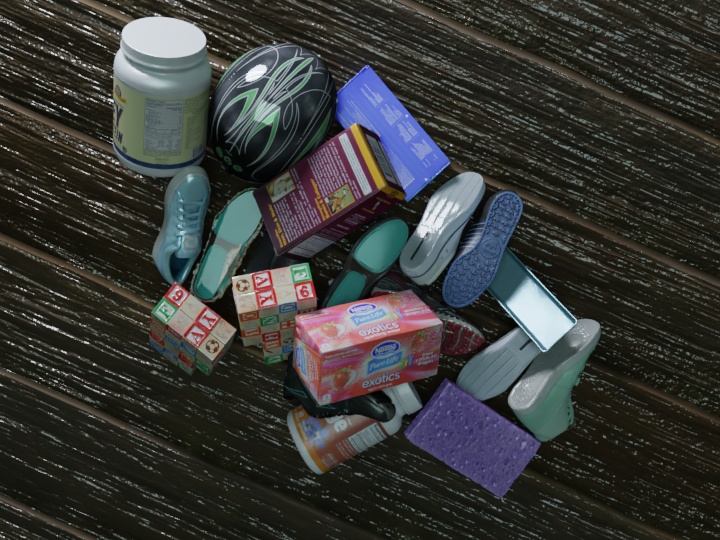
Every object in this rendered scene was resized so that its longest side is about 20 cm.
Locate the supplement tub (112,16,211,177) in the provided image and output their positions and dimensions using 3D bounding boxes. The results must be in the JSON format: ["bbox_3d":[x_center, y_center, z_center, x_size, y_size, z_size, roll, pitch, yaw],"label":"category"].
[{"bbox_3d":[-0.297,-0.259,1.537,0.143,0.146,0.202,13,128,2],"label":"supplement tub"}]

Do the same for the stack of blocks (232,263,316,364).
[{"bbox_3d":[-0.127,0.071,1.555,0.113,0.201,0.059,-12,63,-7],"label":"stack of blocks"}]

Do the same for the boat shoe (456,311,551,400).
[{"bbox_3d":[0.236,0.136,1.619,0.199,0.062,0.072,-40,82,22],"label":"boat shoe"}]

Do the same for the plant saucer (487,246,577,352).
[{"bbox_3d":[0.251,0.040,1.578,0.070,0.019,0.200,-43,50,5],"label":"plant saucer"}]

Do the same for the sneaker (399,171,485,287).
[{"bbox_3d":[0.131,-0.064,1.610,0.073,0.071,0.201,29,75,34],"label":"sneaker"}]

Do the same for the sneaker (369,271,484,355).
[{"bbox_3d":[0.110,0.065,1.619,0.198,0.075,0.081,28,137,-10],"label":"sneaker"}]

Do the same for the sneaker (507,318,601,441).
[{"bbox_3d":[0.321,0.176,1.629,0.201,0.073,0.119,-47,128,-14],"label":"sneaker"}]

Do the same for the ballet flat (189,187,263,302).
[{"bbox_3d":[-0.210,-0.042,1.627,0.075,0.064,0.202,31,93,-1],"label":"ballet flat"}]

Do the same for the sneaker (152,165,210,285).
[{"bbox_3d":[-0.265,-0.063,1.585,0.073,0.082,0.202,-6,133,-33],"label":"sneaker"}]

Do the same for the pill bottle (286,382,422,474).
[{"bbox_3d":[-0.007,0.225,1.614,0.198,0.112,0.113,-30,93,4],"label":"pill bottle"}]

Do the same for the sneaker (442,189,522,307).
[{"bbox_3d":[0.192,-0.035,1.605,0.070,0.078,0.201,31,99,0],"label":"sneaker"}]

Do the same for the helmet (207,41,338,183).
[{"bbox_3d":[-0.131,-0.239,1.539,0.197,0.191,0.203,10,63,-20],"label":"helmet"}]

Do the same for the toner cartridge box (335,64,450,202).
[{"bbox_3d":[0.043,-0.214,1.613,0.095,0.043,0.201,-40,91,6],"label":"toner cartridge box"}]

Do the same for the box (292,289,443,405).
[{"bbox_3d":[0.010,0.108,1.495,0.197,0.103,0.096,-11,125,-24],"label":"box"}]

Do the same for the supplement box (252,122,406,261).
[{"bbox_3d":[-0.047,-0.112,1.521,0.199,0.085,0.111,-31,71,19],"label":"supplement box"}]

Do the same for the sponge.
[{"bbox_3d":[0.178,0.266,1.621,0.199,0.030,0.112,34,97,-18],"label":"sponge"}]

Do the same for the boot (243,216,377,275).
[{"bbox_3d":[-0.078,-0.040,1.605,0.164,0.065,0.202,29,92,28],"label":"boot"}]

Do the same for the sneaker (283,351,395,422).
[{"bbox_3d":[-0.034,0.191,1.545,0.198,0.075,0.080,23,92,32],"label":"sneaker"}]

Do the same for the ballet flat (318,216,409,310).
[{"bbox_3d":[0.000,0.000,1.596,0.073,0.073,0.201,36,81,-1],"label":"ballet flat"}]

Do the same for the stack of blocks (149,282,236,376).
[{"bbox_3d":[-0.260,0.103,1.570,0.115,0.200,0.059,37,69,0],"label":"stack of blocks"}]
